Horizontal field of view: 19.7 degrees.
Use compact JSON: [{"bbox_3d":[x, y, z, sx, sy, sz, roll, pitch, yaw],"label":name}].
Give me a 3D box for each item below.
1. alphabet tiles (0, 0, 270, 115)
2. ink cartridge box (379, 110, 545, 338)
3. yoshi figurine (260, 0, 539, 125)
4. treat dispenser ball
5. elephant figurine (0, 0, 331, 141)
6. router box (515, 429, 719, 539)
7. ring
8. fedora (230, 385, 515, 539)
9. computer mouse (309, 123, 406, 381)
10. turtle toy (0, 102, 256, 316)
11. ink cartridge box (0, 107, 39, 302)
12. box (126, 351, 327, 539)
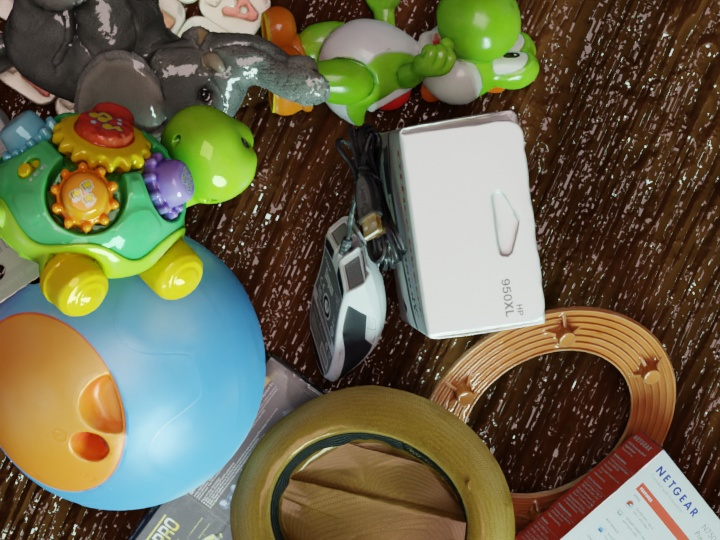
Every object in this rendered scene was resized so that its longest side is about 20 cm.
[{"bbox_3d":[-0.176,-0.201,1.522,0.196,0.015,0.200,33,90,-5],"label":"alphabet tiles"},{"bbox_3d":[0.066,-0.034,1.453,0.084,0.200,0.145,-9,93,-4],"label":"ink cartridge box"},{"bbox_3d":[0.032,-0.168,1.494,0.200,0.112,0.112,-3,86,-7],"label":"yoshi figurine"},{"bbox_3d":[-0.166,0.066,1.441,0.201,0.201,0.201,0,93,-4],"label":"treat dispenser ball"},{"bbox_3d":[-0.147,-0.137,1.448,0.142,0.155,0.200,-41,88,-25],"label":"elephant figurine"},{"bbox_3d":[0.202,0.250,1.526,0.179,0.049,0.200,-40,110,-3],"label":"router box"},{"bbox_3d":[0.138,0.114,1.505,0.200,0.019,0.201,-9,125,-13],"label":"ring"},{"bbox_3d":[0.011,0.179,1.459,0.200,0.082,0.201,-2,76,8],"label":"fedora"},{"bbox_3d":[0.000,0.000,1.473,0.044,0.200,0.110,-6,52,-16],"label":"computer mouse"},{"bbox_3d":[-0.156,-0.056,1.345,0.200,0.146,0.101,-10,130,-41],"label":"turtle toy"},{"bbox_3d":[-0.291,-0.024,1.448,0.162,0.050,0.200,-34,55,-2],"label":"ink cartridge box"},{"bbox_3d":[-0.062,0.186,1.530,0.161,0.049,0.200,36,90,-7],"label":"box"}]
